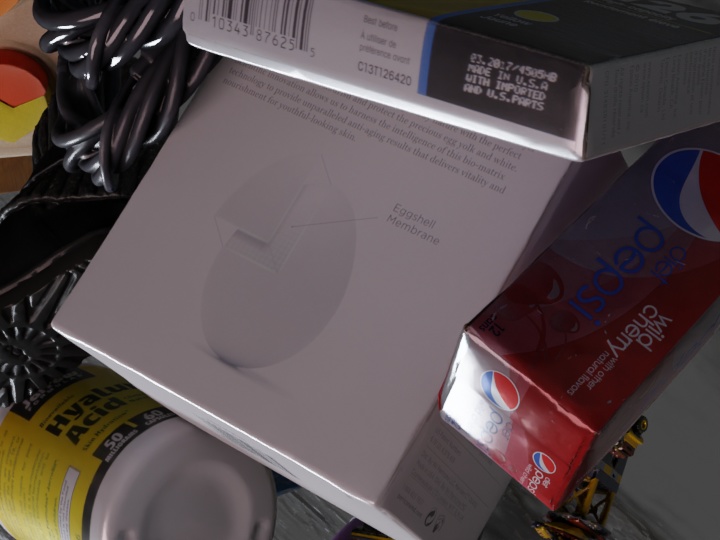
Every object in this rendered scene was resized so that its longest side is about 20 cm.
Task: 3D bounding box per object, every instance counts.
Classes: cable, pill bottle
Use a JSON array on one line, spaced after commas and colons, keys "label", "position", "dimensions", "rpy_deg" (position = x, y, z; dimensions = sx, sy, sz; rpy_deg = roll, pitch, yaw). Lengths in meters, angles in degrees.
[{"label": "cable", "position": [-0.096, -0.131, 0.962], "dimensions": [0.051, 0.202, 0.162], "rpy_deg": [29, 148, -36]}, {"label": "cable", "position": [-0.081, -0.171, 0.887], "dimensions": [0.162, 0.202, 0.051], "rpy_deg": [-2, 152, 39]}, {"label": "pill bottle", "position": [-0.142, 0.114, 1.077], "dimensions": [0.199, 0.111, 0.112], "rpy_deg": [16, 135, 52]}]

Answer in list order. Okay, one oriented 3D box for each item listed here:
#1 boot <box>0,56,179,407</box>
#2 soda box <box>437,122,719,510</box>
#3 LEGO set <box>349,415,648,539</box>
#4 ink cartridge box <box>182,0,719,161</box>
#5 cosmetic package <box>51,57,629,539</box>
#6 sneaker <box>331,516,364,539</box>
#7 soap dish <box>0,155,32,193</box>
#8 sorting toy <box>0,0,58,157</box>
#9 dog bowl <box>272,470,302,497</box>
[{"label": "boot", "position": [-0.187, -0.017, 1.082], "dimensions": [0.210, 0.159, 0.080], "rpy_deg": [-23, 137, 17]}, {"label": "soda box", "position": [0.119, 0.006, 0.819], "dimensions": [0.070, 0.200, 0.064], "rpy_deg": [38, 145, 15]}, {"label": "LEGO set", "position": [0.046, 0.114, 1.039], "dimensions": [0.199, 0.117, 0.154], "rpy_deg": [7, 156, 36]}, {"label": "ink cartridge box", "position": [0.065, -0.100, 0.804], "dimensions": [0.196, 0.199, 0.047], "rpy_deg": [19, 114, 35]}, {"label": "cosmetic package", "position": [0.000, 0.000, 0.924], "dimensions": [0.198, 0.201, 0.123], "rpy_deg": [26, 170, 29]}, {"label": "sneaker", "position": [0.047, 0.232, 1.190], "dimensions": [0.199, 0.114, 0.073], "rpy_deg": [24, 137, 30]}, {"label": "soap dish", "position": [-0.299, -0.144, 1.239], "dimensions": [0.199, 0.081, 0.158], "rpy_deg": [28, 140, 25]}, {"label": "sorting toy", "position": [-0.246, -0.134, 1.118], "dimensions": [0.037, 0.198, 0.186], "rpy_deg": [-101, 5, -49]}, {"label": "dog bowl", "position": [-0.064, 0.063, 1.147], "dimensions": [0.049, 0.112, 0.201], "rpy_deg": [-7, 145, 0]}]
